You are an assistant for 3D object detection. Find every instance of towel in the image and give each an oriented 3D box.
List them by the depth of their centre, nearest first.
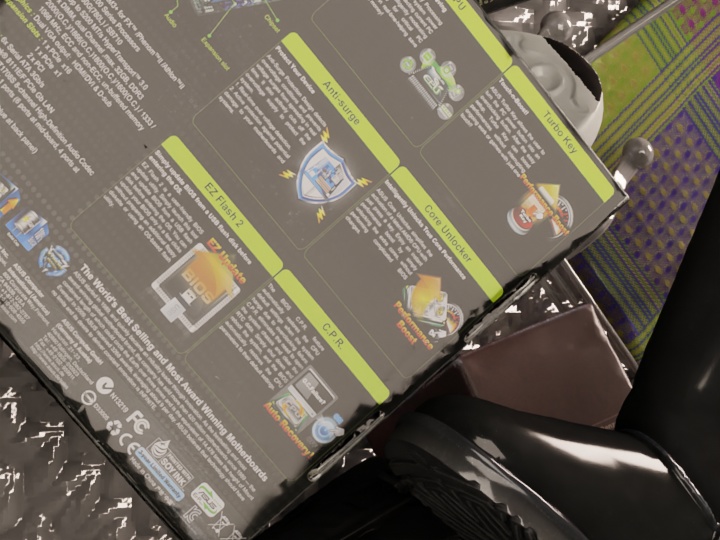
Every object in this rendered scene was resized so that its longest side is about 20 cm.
[{"bbox_3d":[0.155,-0.022,0.980,0.144,0.023,0.200,-45,112,-16],"label":"towel"}]

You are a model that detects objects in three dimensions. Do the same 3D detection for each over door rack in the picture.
[{"bbox_3d":[0.138,-0.049,0.893,0.200,0.067,0.148,-29,114,16],"label":"over door rack"}]

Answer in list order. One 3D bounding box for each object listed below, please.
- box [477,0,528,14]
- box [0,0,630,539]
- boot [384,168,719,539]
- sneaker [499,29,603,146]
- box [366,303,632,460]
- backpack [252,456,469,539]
[{"bbox_3d":[-0.019,-0.180,0.814,0.164,0.086,0.200,-22,104,-25],"label":"box"},{"bbox_3d":[-0.044,-0.038,0.738,0.193,0.048,0.200,-43,103,-9],"label":"box"},{"bbox_3d":[0.113,0.024,0.795,0.165,0.066,0.200,41,73,-31],"label":"boot"},{"bbox_3d":[0.000,0.000,0.854,0.200,0.081,0.147,-28,150,-14],"label":"sneaker"},{"bbox_3d":[0.088,0.126,0.874,0.075,0.100,0.200,-22,80,-28],"label":"box"},{"bbox_3d":[-0.044,0.176,0.827,0.200,0.163,0.154,-17,117,-18],"label":"backpack"}]
